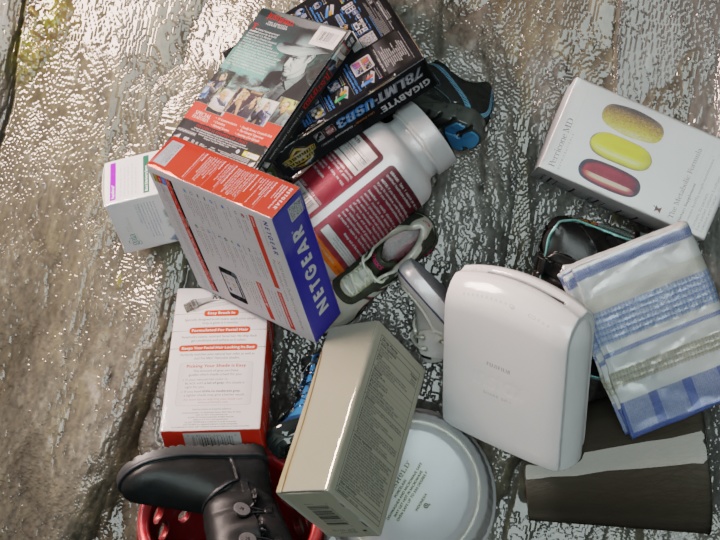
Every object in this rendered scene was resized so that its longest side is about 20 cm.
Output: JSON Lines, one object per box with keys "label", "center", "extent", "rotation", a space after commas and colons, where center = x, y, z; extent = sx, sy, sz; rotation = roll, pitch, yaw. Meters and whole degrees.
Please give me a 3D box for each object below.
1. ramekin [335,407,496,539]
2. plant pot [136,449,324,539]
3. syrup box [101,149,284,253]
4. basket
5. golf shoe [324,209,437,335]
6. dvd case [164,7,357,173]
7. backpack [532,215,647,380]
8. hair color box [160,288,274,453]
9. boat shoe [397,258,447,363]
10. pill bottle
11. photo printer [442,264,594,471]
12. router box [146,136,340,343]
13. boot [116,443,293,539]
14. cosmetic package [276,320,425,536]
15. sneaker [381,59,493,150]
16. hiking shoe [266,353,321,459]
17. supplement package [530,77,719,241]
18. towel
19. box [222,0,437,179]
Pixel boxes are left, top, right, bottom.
{"label": "ramekin", "center": [0.057, 0.250, 1.464], "extent": [0.200, 0.094, 0.205], "rotation": [0, 77, 1]}
{"label": "plant pot", "center": [-0.139, 0.323, 1.423], "extent": [0.198, 0.201, 0.184], "rotation": [4, 131, 2]}
{"label": "syrup box", "center": [-0.188, -0.093, 1.490], "extent": [0.198, 0.079, 0.082], "rotation": [-13, 45, 3]}
{"label": "basket", "center": [0.281, 0.213, 1.460], "extent": [0.198, 0.136, 0.182], "rotation": [-5, 99, 6]}
{"label": "golf shoe", "center": [0.000, 0.000, 1.494], "extent": [0.200, 0.088, 0.077], "rotation": [-41, 90, 3]}
{"label": "dvd case", "center": [-0.110, -0.194, 1.428], "extent": [0.145, 0.022, 0.201], "rotation": [21, 73, 38]}
{"label": "backpack", "center": [0.287, 0.038, 1.446], "extent": [0.198, 0.153, 0.178], "rotation": [13, 96, 11]}
{"label": "hair color box", "center": [-0.156, 0.112, 1.455], "extent": [0.110, 0.064, 0.201], "rotation": [-2, 49, 3]}
{"label": "boat shoe", "center": [0.092, 0.075, 1.476], "extent": [0.070, 0.071, 0.200], "rotation": [-36, 118, 8]}
{"label": "pill bottle", "center": [0.004, -0.090, 1.440], "extent": [0.200, 0.113, 0.113], "rotation": [-39, 88, 0]}
{"label": "photo printer", "center": [0.164, 0.095, 1.374], "extent": [0.165, 0.069, 0.202], "rotation": [22, 128, 32]}
{"label": "router box", "center": [-0.122, -0.031, 1.393], "extent": [0.178, 0.201, 0.049], "rotation": [24, 59, 31]}
{"label": "boot", "center": [-0.149, 0.270, 1.304], "extent": [0.163, 0.066, 0.201], "rotation": [-7, 48, -16]}
{"label": "cosmetic package", "center": [-0.007, 0.166, 1.368], "extent": [0.073, 0.104, 0.201], "rotation": [-10, 48, 35]}
{"label": "sneaker", "center": [0.058, -0.206, 1.511], "extent": [0.198, 0.073, 0.082], "rotation": [23, 61, 7]}
{"label": "hiking shoe", "center": [-0.050, 0.141, 1.461], "extent": [0.087, 0.200, 0.074], "rotation": [49, 129, 8]}
{"label": "supplement package", "center": [0.306, -0.121, 1.469], "extent": [0.198, 0.110, 0.115], "rotation": [23, 90, 2]}
{"label": "towel", "center": [0.308, 0.062, 1.364], "extent": [0.146, 0.024, 0.202], "rotation": [-23, 99, 7]}
{"label": "box", "center": [-0.038, -0.226, 1.456], "extent": [0.198, 0.050, 0.201], "rotation": [-33, 48, 6]}
